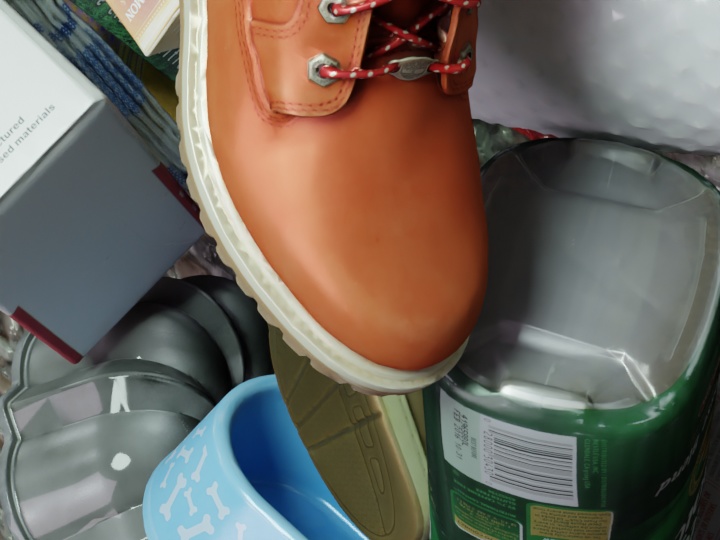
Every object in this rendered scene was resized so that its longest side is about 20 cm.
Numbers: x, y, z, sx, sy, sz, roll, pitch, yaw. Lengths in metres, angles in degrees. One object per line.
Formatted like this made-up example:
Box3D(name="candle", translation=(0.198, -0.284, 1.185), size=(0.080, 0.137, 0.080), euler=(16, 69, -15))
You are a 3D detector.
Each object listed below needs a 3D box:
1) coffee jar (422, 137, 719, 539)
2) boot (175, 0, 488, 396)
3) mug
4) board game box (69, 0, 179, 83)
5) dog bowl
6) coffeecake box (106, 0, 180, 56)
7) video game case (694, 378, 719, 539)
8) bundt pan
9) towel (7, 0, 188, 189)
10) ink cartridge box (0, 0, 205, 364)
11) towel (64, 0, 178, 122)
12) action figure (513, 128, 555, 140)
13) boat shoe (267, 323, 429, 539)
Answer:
Box3D(name="coffee jar", translation=(0.065, 0.059, 0.689), size=(0.085, 0.105, 0.201), euler=(12, 144, 11))
Box3D(name="boot", translation=(0.000, -0.067, 0.553), size=(0.107, 0.075, 0.201), euler=(-10, 95, 61))
Box3D(name="mug", translation=(0.088, -0.111, 0.626), size=(0.175, 0.200, 0.149), euler=(15, 87, 30))
Box3D(name="board game box", translation=(-0.118, -0.135, 0.829), size=(0.023, 0.200, 0.105), euler=(-38, 59, 9))
Box3D(name="dog bowl", translation=(0.011, 0.115, 0.809), size=(0.200, 0.111, 0.050), euler=(40, 125, 17))
Box3D(name="coffeecake box", translation=(-0.064, -0.186, 0.789), size=(0.200, 0.153, 0.073), euler=(53, 130, 13))
Box3D(name="video game case", translation=(0.083, 0.085, 0.816), size=(0.182, 0.023, 0.201), euler=(35, 136, 22))
Box3D(name="bundt pan", translation=(-0.057, 0.089, 0.927), size=(0.076, 0.202, 0.203), euler=(-25, 91, 32))
Box3D(name="towel", translation=(-0.145, -0.119, 0.905), size=(0.200, 0.024, 0.147), euler=(48, 174, -37))
Box3D(name="ink cartridge box", translation=(-0.167, -0.073, 0.837), size=(0.200, 0.083, 0.147), euler=(43, 176, 21))
Box3D(name="towel", translation=(-0.096, -0.145, 0.970), size=(0.144, 0.023, 0.200), euler=(48, 141, 22))
Box3D(name="action figure", translation=(0.055, -0.065, 0.798), size=(0.199, 0.065, 0.052), euler=(17, 87, 45))
Box3D(name="boat shoe", translation=(-0.001, 0.000, 0.794), size=(0.202, 0.063, 0.073), euler=(67, 151, 17))
